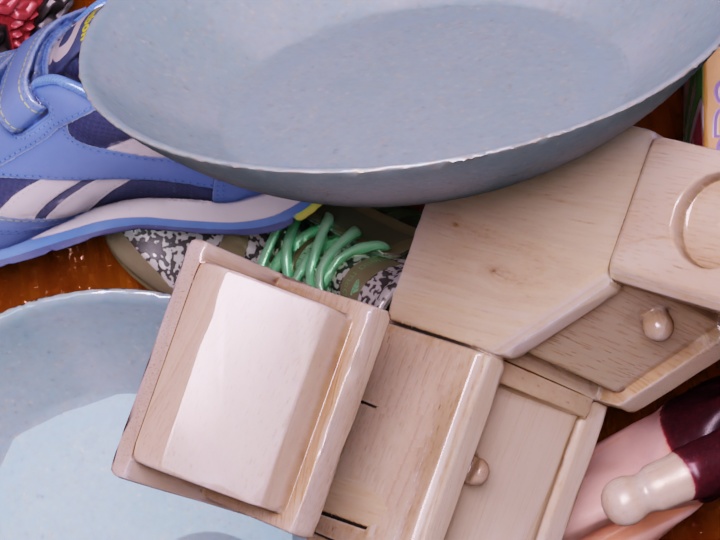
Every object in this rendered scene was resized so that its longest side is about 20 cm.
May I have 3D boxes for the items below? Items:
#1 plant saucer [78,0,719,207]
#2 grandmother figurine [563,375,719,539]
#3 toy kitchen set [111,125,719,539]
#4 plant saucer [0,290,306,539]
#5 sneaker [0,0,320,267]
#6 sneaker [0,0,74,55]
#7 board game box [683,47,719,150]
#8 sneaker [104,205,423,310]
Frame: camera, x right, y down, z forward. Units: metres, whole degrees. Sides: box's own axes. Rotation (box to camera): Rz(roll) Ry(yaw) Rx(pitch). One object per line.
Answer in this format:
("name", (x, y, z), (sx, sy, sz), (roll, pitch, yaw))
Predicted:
("plant saucer", (0.017, -0.064, 0.676), (0.200, 0.201, 0.039), (-9, 120, 3))
("grandmother figurine", (0.115, 0.064, 0.779), (0.199, 0.121, 0.061), (-28, 103, 22))
("toy kitchen set", (0.055, 0.054, 0.644), (0.180, 0.163, 0.201), (17, 86, 43))
("plant saucer", (-0.085, 0.107, 0.817), (0.200, 0.039, 0.202), (0, 92, 2))
("sneaker", (-0.102, -0.055, 0.790), (0.199, 0.082, 0.074), (-9, 45, 19))
("sneaker", (-0.156, -0.167, 0.792), (0.095, 0.079, 0.201), (30, 133, 28))
("board game box", (0.128, -0.086, 0.800), (0.030, 0.096, 0.201), (3, 86, 4))
("sneaker", (0.000, 0.000, 0.806), (0.199, 0.089, 0.077), (18, 88, 5))
